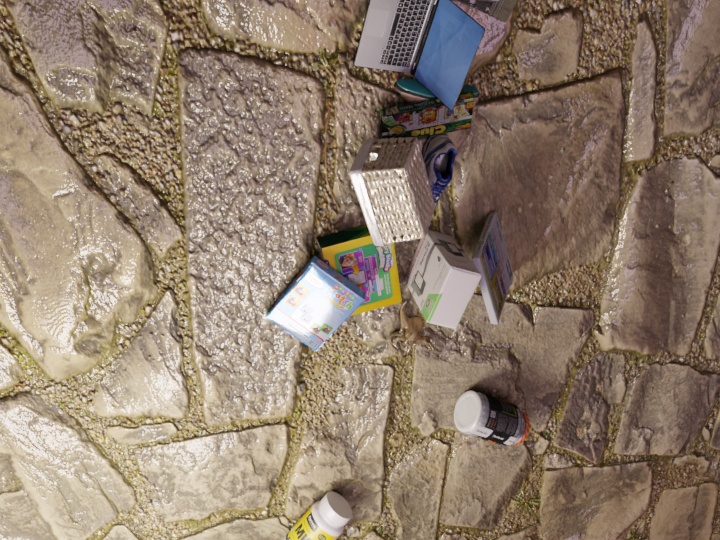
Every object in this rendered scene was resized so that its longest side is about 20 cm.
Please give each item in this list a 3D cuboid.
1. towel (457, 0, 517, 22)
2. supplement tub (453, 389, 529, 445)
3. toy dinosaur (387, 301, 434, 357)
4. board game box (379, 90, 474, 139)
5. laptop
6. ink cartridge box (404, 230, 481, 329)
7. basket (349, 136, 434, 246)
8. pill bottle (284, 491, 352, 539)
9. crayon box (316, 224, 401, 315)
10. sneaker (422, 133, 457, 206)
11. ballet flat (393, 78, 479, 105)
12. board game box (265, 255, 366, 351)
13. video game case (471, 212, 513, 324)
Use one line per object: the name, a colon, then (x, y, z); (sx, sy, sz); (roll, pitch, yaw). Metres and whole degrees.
towel: (0.257, -0.623, 1.316); (0.190, 0.035, 0.202); (16, 110, -27)
supplement tub: (0.371, 0.418, 1.859); (0.198, 0.123, 0.123); (22, 110, -25)
toy dinosaur: (0.117, 0.154, 1.690); (0.101, 0.058, 0.201); (-44, 130, -8)
board game box: (0.139, -0.319, 1.400); (0.197, 0.024, 0.105); (-12, 158, -1)
laptop: (0.106, -0.430, 1.277); (0.197, 0.117, 0.188); (3, 141, -14)
ink cartridge box: (0.185, 0.016, 1.539); (0.083, 0.201, 0.147); (13, 113, -20)
basket: (0.074, -0.170, 1.411); (0.122, 0.136, 0.202); (-3, 131, 24)
pill bottle: (-0.119, 0.735, 1.890); (0.114, 0.115, 0.201); (31, 105, -28)
crayon box: (0.000, 0.000, 1.558); (0.170, 0.058, 0.202); (-15, 121, -10)
sneaker: (0.161, -0.200, 1.480); (0.074, 0.088, 0.203); (1, 119, -19)
ballet flat: (0.158, -0.359, 1.408); (0.197, 0.069, 0.068); (2, 134, -17)
board game box: (-0.104, 0.080, 1.533); (0.151, 0.037, 0.200); (36, 121, -14)
video game case: (0.320, -0.006, 1.596); (0.022, 0.183, 0.202); (-2, 128, 29)
